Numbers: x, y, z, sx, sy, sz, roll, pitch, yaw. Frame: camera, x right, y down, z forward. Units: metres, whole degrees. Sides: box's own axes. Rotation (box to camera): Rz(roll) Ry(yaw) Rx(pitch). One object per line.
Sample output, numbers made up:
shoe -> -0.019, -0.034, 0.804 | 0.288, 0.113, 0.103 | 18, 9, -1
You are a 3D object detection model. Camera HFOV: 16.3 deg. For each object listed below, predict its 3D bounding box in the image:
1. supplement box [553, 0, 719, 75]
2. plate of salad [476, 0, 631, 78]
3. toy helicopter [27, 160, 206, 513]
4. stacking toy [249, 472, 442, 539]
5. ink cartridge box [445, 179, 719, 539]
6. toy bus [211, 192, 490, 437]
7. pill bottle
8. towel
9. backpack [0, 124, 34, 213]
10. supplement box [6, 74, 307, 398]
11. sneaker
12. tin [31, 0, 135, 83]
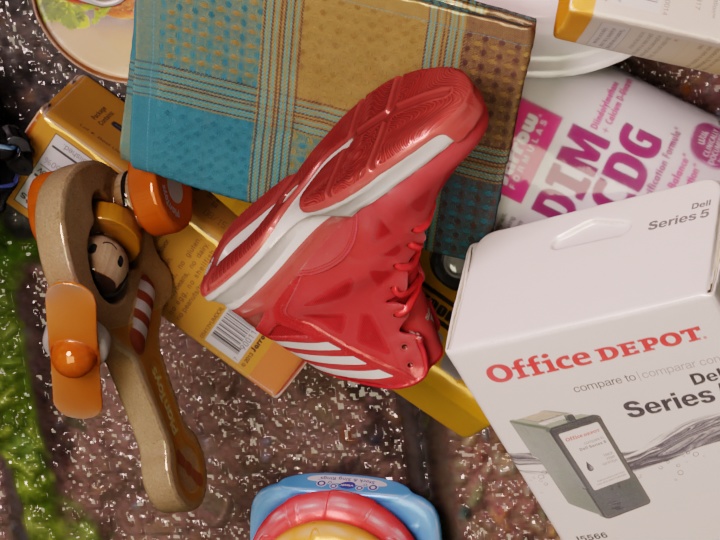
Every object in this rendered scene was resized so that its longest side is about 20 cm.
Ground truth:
supplement box -> 0.196, -0.128, 1.175 | 0.199, 0.126, 0.074 | 13, 90, 1
plate of salad -> 0.091, -0.197, 1.264 | 0.198, 0.048, 0.202 | 0, 91, 2
toy helicopter -> -0.124, 0.041, 1.319 | 0.078, 0.132, 0.201 | -11, 109, 20
stacking toy -> -0.028, 0.202, 1.389 | 0.115, 0.200, 0.111 | 3, 112, 13
ink cartridge box -> 0.151, 0.066, 1.251 | 0.145, 0.084, 0.200 | -14, 127, 27
toy bus -> 0.000, 0.000, 1.337 | 0.199, 0.065, 0.079 | 34, 71, -7
pill bottle -> 0.107, -0.056, 1.306 | 0.199, 0.113, 0.114 | 26, 114, 3
towel -> -0.020, -0.088, 1.247 | 0.199, 0.022, 0.147 | 15, 126, 7
backpack -> -0.298, -0.090, 1.323 | 0.134, 0.200, 0.183 | -40, 67, 24
supplement box -> -0.101, -0.020, 1.397 | 0.200, 0.067, 0.069 | 38, 117, -2
sneaker -> 0.021, -0.015, 1.235 | 0.115, 0.079, 0.200 | 38, 137, -19
tin -> -0.076, -0.150, 1.336 | 0.198, 0.042, 0.113 | 8, 110, -4
